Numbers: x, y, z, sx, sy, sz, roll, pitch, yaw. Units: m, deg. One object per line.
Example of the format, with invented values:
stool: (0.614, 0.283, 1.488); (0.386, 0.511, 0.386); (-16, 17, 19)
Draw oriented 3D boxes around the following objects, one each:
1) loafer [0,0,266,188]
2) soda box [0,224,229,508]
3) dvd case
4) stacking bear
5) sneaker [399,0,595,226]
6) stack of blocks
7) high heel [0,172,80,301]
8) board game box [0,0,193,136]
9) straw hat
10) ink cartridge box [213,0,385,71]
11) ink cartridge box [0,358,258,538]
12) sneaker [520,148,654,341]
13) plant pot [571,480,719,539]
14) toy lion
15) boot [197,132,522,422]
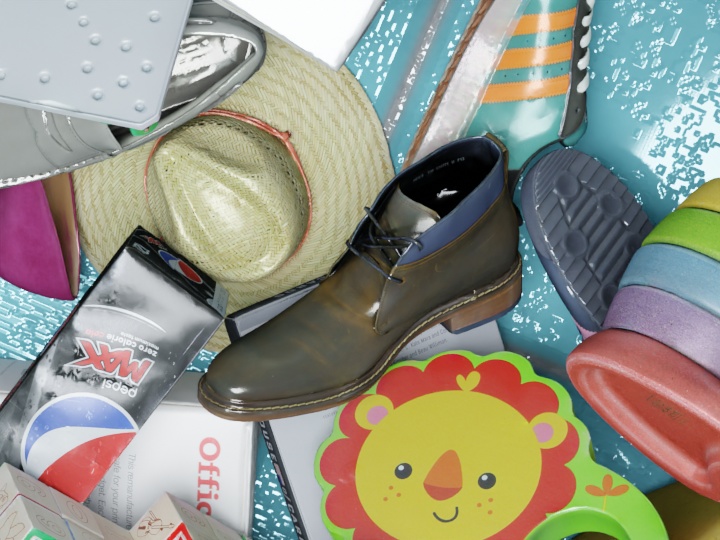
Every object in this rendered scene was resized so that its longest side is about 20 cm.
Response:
loafer: (-0.143, -0.088, 0.887); (0.200, 0.070, 0.070); (-25, 111, -4)
soda box: (-0.152, 0.076, 0.896); (0.063, 0.071, 0.200); (36, 98, -9)
dvd case: (0.023, 0.092, 0.966); (0.150, 0.025, 0.201); (-22, 100, -22)
stacking bear: (0.202, -0.001, 0.866); (0.114, 0.121, 0.200); (36, 76, 4)
sneaker: (0.097, -0.116, 0.935); (0.080, 0.071, 0.200); (25, 106, -7)
stack of blocks: (-0.116, 0.175, 0.877); (0.200, 0.059, 0.115); (37, 96, -35)
high heel: (-0.161, -0.084, 0.947); (0.096, 0.067, 0.200); (30, 116, 10)
board game box: (-0.174, -0.173, 0.874); (0.199, 0.026, 0.201); (11, 69, 4)
straw hat: (-0.073, -0.039, 0.945); (0.200, 0.085, 0.202); (1, 102, 3)
ink cartridge box: (0.010, -0.209, 0.878); (0.084, 0.144, 0.200); (33, 102, -4)
ink cartridge box: (-0.159, 0.132, 0.985); (0.199, 0.083, 0.147); (4, 101, 2)
sneaker: (0.136, 0.025, 0.945); (0.070, 0.082, 0.200); (-39, 104, -26)
plant pot: (0.182, 0.227, 0.943); (0.195, 0.194, 0.200); (36, 90, -5)
toy lion: (0.064, 0.130, 0.869); (0.199, 0.069, 0.192); (11, 58, 24)
boot: (0.000, 0.000, 0.881); (0.200, 0.075, 0.097); (-26, 134, -29)
